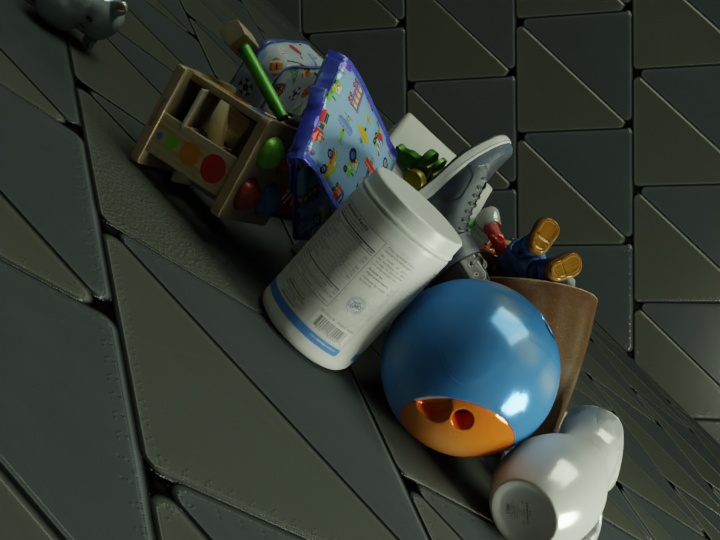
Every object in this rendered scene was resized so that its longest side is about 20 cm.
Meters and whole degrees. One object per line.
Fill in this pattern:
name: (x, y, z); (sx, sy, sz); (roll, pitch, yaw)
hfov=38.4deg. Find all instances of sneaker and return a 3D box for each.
sneaker: (0.135, -0.058, 1.255); (0.146, 0.202, 0.077); (51, 0, 13)

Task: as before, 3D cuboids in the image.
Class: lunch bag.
lunch bag: (-0.030, -0.141, 1.192); (0.094, 0.151, 0.200); (12, -28, 16)
lunch bag: (-0.136, -0.241, 1.503); (0.076, 0.200, 0.160); (44, 26, 13)

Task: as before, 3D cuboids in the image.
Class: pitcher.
pitcher: (0.231, 0.264, 1.184); (0.200, 0.121, 0.172); (-20, 106, -54)

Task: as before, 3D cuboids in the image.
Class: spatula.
spatula: (-0.048, -0.190, 1.495); (0.200, 0.021, 0.057); (26, 23, -50)

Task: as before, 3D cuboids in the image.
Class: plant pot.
plant pot: (0.201, 0.127, 1.318); (0.187, 0.200, 0.187); (7, -13, 2)

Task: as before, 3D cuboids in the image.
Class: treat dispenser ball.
treat dispenser ball: (0.123, 0.109, 1.162); (0.201, 0.201, 0.201); (40, 14, -12)

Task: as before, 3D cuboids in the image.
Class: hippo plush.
hippo plush: (-0.386, -0.382, 1.414); (0.200, 0.159, 0.161); (8, 66, -43)

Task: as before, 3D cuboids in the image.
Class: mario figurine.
mario figurine: (0.216, -0.026, 1.350); (0.106, 0.124, 0.200); (1, -5, -20)

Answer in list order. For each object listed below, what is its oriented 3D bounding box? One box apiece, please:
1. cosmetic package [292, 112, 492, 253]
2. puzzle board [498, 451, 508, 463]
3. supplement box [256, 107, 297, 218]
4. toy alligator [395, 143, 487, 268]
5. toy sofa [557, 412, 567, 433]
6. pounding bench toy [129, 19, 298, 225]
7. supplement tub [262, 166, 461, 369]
cosmetic package: (0.046, -0.072, 1.418); (0.165, 0.165, 0.200); (42, 46, -8)
puzzle board: (0.237, 0.293, 1.332); (0.151, 0.017, 0.200); (43, 14, -2)
supplement box: (-0.111, -0.145, 1.458); (0.086, 0.110, 0.200); (47, 14, 17)
toy alligator: (0.117, -0.090, 1.329); (0.059, 0.054, 0.200); (-29, 82, -45)
toy sofa: (0.211, 0.182, 1.453); (0.200, 0.083, 0.098); (45, 18, 7)
pounding bench toy: (-0.137, -0.173, 1.213); (0.156, 0.200, 0.124); (33, 9, 19)
supplement tub: (0.000, 0.000, 1.142); (0.132, 0.200, 0.132); (41, 13, -12)
